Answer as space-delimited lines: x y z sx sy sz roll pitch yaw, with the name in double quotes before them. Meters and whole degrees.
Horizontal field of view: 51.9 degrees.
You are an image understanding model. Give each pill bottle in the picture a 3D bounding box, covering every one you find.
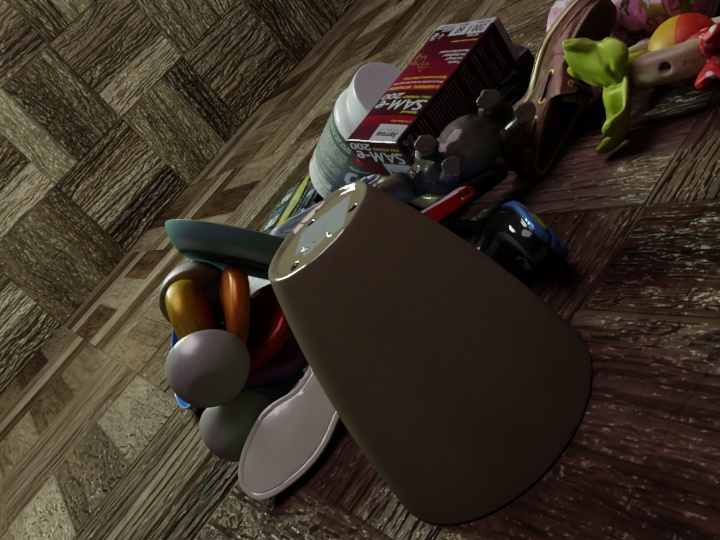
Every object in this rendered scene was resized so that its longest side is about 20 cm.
"pill bottle" 0.004 -0.187 1.045 0.115 0.113 0.201 -58 2 -33

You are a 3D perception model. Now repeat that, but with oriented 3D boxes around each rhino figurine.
"rhino figurine" 0.083 -0.109 0.747 0.198 0.061 0.087 -33 -7 7

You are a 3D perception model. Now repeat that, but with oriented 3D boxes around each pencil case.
"pencil case" 0.294 -0.284 0.813 0.088 0.082 0.199 -64 23 -6

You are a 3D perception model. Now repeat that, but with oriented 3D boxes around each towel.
"towel" -0.051 -0.074 0.952 0.145 0.024 0.200 -29 5 -7

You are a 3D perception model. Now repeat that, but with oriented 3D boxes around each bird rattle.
"bird rattle" 0.284 -0.197 0.652 0.198 0.114 0.163 -19 16 44

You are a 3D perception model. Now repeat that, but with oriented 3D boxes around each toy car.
"toy car" -0.121 0.081 0.783 0.147 0.203 0.176 -21 39 -5

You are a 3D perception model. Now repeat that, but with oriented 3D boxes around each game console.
"game console" 0.059 -0.048 0.739 0.176 0.031 0.200 -36 -1 23

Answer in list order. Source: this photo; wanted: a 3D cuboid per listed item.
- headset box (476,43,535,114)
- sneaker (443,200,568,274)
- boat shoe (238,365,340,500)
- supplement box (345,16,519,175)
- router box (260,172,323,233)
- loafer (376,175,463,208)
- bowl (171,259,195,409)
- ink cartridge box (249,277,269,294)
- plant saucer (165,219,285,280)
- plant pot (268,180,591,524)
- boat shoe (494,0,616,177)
"headset box" 0.155 -0.218 0.959 0.148 0.075 0.201 -41 21 10
"sneaker" 0.112 -0.007 0.664 0.083 0.071 0.199 -52 15 -18
"boat shoe" -0.043 0.137 0.726 0.202 0.072 0.062 -56 -21 -10
"supplement box" 0.084 -0.201 0.864 0.201 0.061 0.108 -53 33 -15
"router box" -0.098 -0.090 1.233 0.156 0.052 0.202 -27 27 41
"loafer" 0.071 -0.124 0.923 0.074 0.070 0.199 -12 18 -23
"bowl" -0.215 0.086 1.008 0.200 0.039 0.206 -24 62 59
"ink cartridge box" -0.115 0.042 0.996 0.117 0.068 0.199 -52 22 -20
"plant saucer" -0.112 -0.013 0.786 0.199 0.197 0.028 -3 74 60
"plant pot" 0.033 0.040 0.534 0.186 0.200 0.188 -37 21 17
"boat shoe" 0.214 -0.189 0.772 0.067 0.071 0.203 40 106 51
